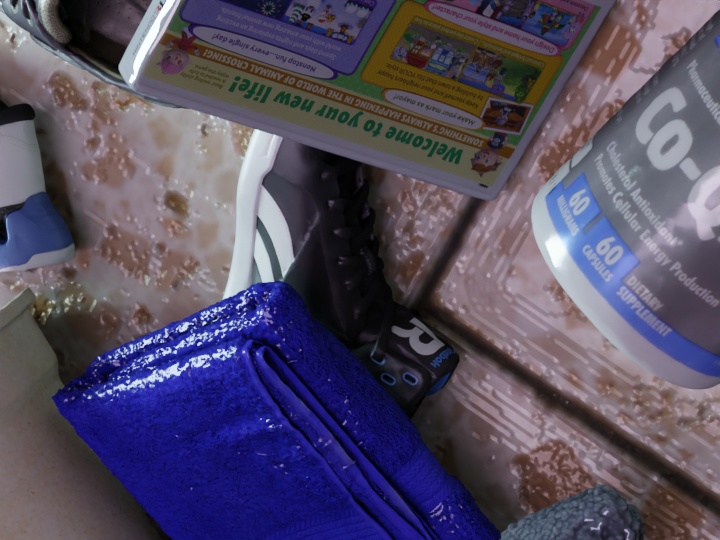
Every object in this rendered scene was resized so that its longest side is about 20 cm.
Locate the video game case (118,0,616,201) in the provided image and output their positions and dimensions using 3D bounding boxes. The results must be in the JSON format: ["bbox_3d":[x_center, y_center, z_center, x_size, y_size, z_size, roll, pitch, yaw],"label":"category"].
[{"bbox_3d":[0.023,-0.129,1.087,0.183,0.199,0.022,-59,39,20],"label":"video game case"}]

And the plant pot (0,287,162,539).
[{"bbox_3d":[-0.173,0.141,1.229,0.200,0.200,0.184,-39,95,25],"label":"plant pot"}]

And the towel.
[{"bbox_3d":[-0.031,0.106,1.171,0.147,0.050,0.200,-25,115,34],"label":"towel"}]

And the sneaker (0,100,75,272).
[{"bbox_3d":[-0.234,-0.056,1.273,0.198,0.081,0.116,-3,95,17],"label":"sneaker"}]

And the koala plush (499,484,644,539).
[{"bbox_3d":[0.186,0.158,1.076,0.200,0.178,0.184,-38,122,19],"label":"koala plush"}]

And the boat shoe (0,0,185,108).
[{"bbox_3d":[-0.127,-0.131,1.211,0.199,0.065,0.072,31,112,17],"label":"boat shoe"}]

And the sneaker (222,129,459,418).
[{"bbox_3d":[0.000,0.000,1.182,0.111,0.073,0.201,21,116,16],"label":"sneaker"}]

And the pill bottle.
[{"bbox_3d":[0.174,-0.055,1.065,0.114,0.114,0.200,48,114,9],"label":"pill bottle"}]
